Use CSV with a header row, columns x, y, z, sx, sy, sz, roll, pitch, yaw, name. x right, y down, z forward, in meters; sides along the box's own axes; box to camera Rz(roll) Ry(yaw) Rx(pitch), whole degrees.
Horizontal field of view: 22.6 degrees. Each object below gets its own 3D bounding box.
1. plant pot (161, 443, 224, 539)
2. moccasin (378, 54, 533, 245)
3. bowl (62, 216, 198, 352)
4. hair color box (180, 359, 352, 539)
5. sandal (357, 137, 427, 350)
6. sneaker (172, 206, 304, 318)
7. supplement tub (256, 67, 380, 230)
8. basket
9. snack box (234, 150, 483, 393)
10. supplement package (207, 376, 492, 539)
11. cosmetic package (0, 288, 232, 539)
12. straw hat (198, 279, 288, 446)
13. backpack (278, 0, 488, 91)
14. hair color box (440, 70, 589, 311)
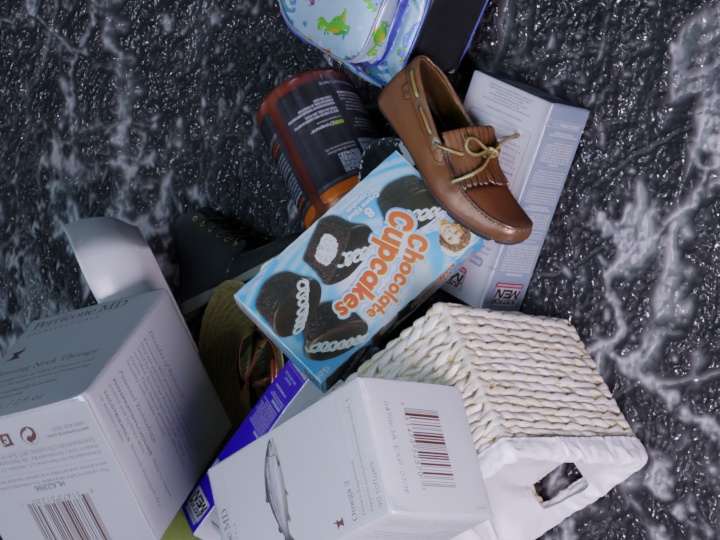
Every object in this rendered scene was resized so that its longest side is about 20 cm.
x,y,z,sx,sy,sz,roll,pitch,yaw,name
-0.214,0.287,1.806,0.200,0.190,0.200,43,142,47,plant pot
0.093,-0.107,1.602,0.078,0.074,0.202,-51,53,34,moccasin
-0.234,0.035,1.890,0.200,0.075,0.200,-139,25,-73,bowl
-0.065,0.181,1.696,0.200,0.109,0.065,-54,27,4,hair color box
0.021,-0.024,1.657,0.075,0.048,0.201,-3,84,10,sandal
-0.129,-0.028,1.869,0.200,0.075,0.106,-24,75,40,sneaker
-0.020,-0.091,1.757,0.107,0.107,0.200,-41,61,32,supplement tub
0.102,0.145,1.577,0.198,0.200,0.161,-41,57,34,basket
0.000,0.000,1.608,0.200,0.037,0.116,-43,73,-11,snack box
-0.012,0.180,1.462,0.200,0.117,0.117,-35,60,39,supplement package
-0.255,0.149,1.719,0.167,0.200,0.167,-14,113,24,cosmetic package
-0.085,0.102,1.812,0.201,0.085,0.202,11,103,61,straw hat
0.011,-0.278,1.716,0.200,0.147,0.183,32,106,41,backpack
0.125,-0.071,1.657,0.099,0.061,0.200,29,106,39,hair color box
